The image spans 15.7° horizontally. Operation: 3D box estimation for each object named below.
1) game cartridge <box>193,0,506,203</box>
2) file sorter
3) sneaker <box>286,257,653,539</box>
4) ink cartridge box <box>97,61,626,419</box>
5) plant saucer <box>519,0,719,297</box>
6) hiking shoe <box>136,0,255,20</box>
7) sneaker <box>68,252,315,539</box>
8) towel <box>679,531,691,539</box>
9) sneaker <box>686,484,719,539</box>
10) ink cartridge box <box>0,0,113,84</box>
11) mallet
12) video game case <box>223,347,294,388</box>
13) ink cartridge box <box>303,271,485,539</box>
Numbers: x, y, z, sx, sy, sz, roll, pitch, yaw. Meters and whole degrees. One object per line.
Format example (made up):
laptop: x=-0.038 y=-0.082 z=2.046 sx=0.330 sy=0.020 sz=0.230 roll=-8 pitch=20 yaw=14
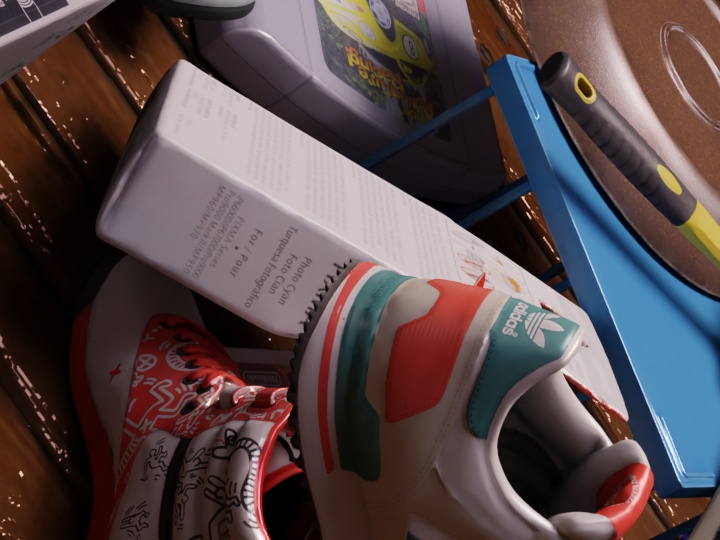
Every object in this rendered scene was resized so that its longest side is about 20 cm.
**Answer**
game cartridge: x=-0.005 y=-0.109 z=1.234 sx=0.200 sy=0.041 sz=0.134 roll=26 pitch=47 yaw=-45
file sorter: x=0.090 y=0.028 z=1.165 sx=0.139 sy=0.122 sz=0.201 roll=6 pitch=59 yaw=-56
sneaker: x=0.042 y=0.088 z=0.791 sx=0.070 sy=0.093 sz=0.201 roll=-54 pitch=141 yaw=-45
ink cartridge box: x=0.000 y=0.000 z=0.995 sx=0.199 sy=0.047 sz=0.160 roll=32 pitch=11 yaw=-8
plant saucer: x=0.143 y=-0.083 z=1.196 sx=0.200 sy=0.032 sz=0.201 roll=39 pitch=33 yaw=-32
hiking shoe: x=-0.067 y=-0.197 z=1.129 sx=0.074 sy=0.087 sz=0.201 roll=3 pitch=44 yaw=-19
sneaker: x=-0.049 y=0.057 z=0.934 sx=0.067 sy=0.108 sz=0.202 roll=38 pitch=35 yaw=-34
towel: x=0.231 y=0.220 z=1.285 sx=0.200 sy=0.049 sz=0.148 roll=41 pitch=33 yaw=-30
sneaker: x=0.182 y=0.143 z=1.066 sx=0.200 sy=0.106 sz=0.075 roll=-51 pitch=147 yaw=-20
ink cartridge box: x=-0.162 y=-0.064 z=0.877 sx=0.039 sy=0.099 sz=0.200 roll=56 pitch=28 yaw=-5
mallet: x=0.138 y=-0.012 z=1.100 sx=0.200 sy=0.041 sz=0.066 roll=37 pitch=59 yaw=-31
video game case: x=0.010 y=0.128 z=1.046 sx=0.143 sy=0.018 sz=0.201 roll=6 pitch=61 yaw=-56
ink cartridge box: x=0.019 y=0.125 z=0.886 sx=0.047 sy=0.201 sz=0.160 roll=20 pitch=41 yaw=15
